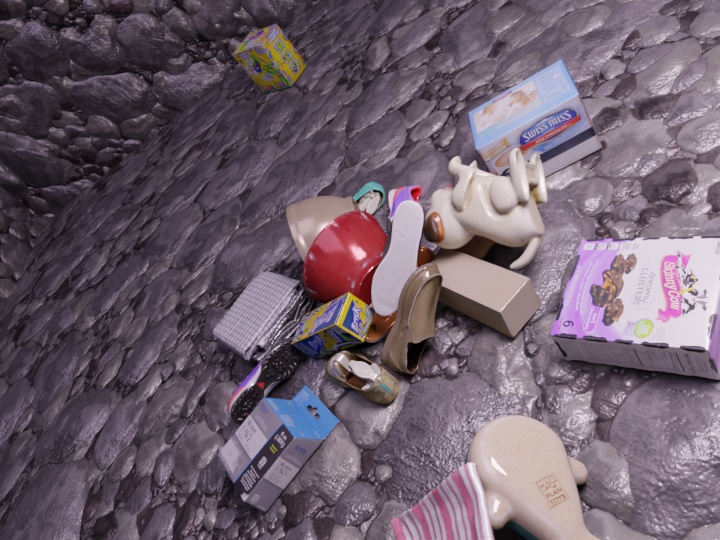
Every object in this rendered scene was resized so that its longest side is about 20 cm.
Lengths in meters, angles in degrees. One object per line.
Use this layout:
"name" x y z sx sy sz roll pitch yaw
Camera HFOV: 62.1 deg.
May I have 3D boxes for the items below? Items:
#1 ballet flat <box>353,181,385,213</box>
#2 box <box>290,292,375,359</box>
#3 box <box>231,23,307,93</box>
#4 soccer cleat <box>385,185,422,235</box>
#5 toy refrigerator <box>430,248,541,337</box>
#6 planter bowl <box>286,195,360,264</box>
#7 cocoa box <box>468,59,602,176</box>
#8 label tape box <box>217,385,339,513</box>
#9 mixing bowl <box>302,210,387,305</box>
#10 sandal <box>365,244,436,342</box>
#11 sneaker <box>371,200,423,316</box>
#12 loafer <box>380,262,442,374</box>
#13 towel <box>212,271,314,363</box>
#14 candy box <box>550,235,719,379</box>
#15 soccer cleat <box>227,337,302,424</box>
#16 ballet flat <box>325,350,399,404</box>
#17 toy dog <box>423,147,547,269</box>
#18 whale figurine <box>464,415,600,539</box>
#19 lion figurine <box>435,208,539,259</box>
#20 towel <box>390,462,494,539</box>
"ballet flat" -0.018 -0.123 1.362 0.200 0.067 0.070 -47 27 -6
"box" -0.055 0.107 1.117 0.199 0.064 0.071 -28 34 55
"box" -0.344 -0.797 2.263 0.198 0.193 0.123 8 59 47
"soccer cleat" 0.096 -0.106 1.240 0.072 0.069 0.202 -18 41 19
"toy refrigerator" 0.196 0.033 0.996 0.076 0.070 0.199 -45 35 -14
"planter bowl" -0.051 -0.073 1.248 0.133 0.201 0.202 -25 38 9
"cocoa box" 0.320 -0.263 1.113 0.198 0.131 0.135 -26 39 24
"label tape box" -0.151 0.301 1.073 0.201 0.063 0.144 -50 36 -7
"mixing bowl" 0.000 0.000 1.138 0.108 0.200 0.201 35 81 37
"sandal" 0.072 0.048 1.087 0.208 0.079 0.059 -53 -2 0
"sneaker" 0.071 -0.022 1.047 0.099 0.069 0.204 -39 -36 -78
"loafer" 0.098 0.085 0.999 0.067 0.075 0.203 33 116 35
"towel" -0.209 0.107 1.314 0.164 0.086 0.201 15 64 49
"candy box" 0.379 0.042 0.798 0.198 0.072 0.169 0 54 46
"soccer cleat" -0.194 0.212 1.198 0.201 0.068 0.073 -52 22 -12
"ballet flat" -0.011 0.176 1.058 0.199 0.071 0.071 16 66 51
"toy dog" 0.201 -0.097 0.995 0.197 0.198 0.139 -10 7 35
"whale figurine" 0.208 0.278 0.721 0.157 0.105 0.201 -16 52 -25
"lion figurine" 0.226 -0.070 1.080 0.201 0.072 0.123 -53 47 12
"towel" 0.098 0.340 0.716 0.201 0.029 0.148 122 148 -43
